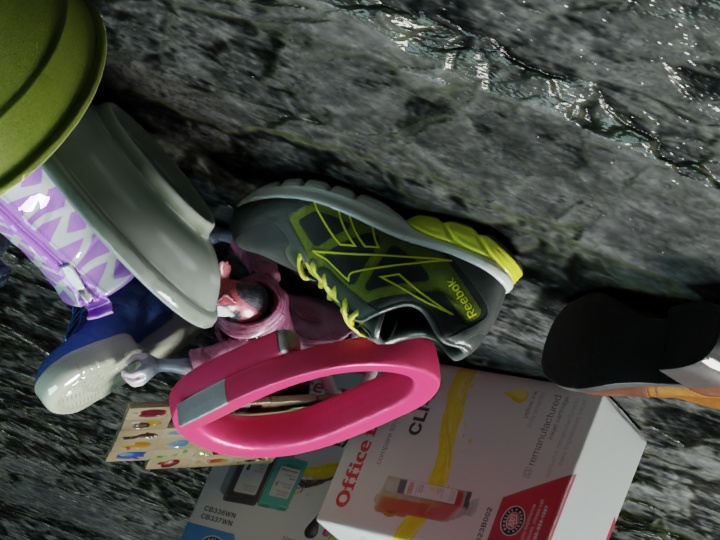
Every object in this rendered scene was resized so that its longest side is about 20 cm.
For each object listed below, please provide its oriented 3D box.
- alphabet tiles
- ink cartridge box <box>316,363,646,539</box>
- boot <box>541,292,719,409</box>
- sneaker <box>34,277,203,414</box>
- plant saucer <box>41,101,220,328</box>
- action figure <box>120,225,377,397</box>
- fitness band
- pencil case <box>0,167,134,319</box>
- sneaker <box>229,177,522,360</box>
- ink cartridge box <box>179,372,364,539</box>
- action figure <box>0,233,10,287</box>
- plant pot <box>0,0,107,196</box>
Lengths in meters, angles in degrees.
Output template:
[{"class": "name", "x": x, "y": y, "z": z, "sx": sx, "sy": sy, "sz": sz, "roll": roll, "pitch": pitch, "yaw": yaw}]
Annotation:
[{"class": "alphabet tiles", "x": -0.098, "y": 0.119, "z": 1.888, "sx": 0.167, "sy": 0.008, "sz": 0.200, "roll": -2, "pitch": 164, "yaw": -12}, {"class": "ink cartridge box", "x": 0.086, "y": 0.153, "z": 1.889, "sx": 0.200, "sy": 0.145, "sz": 0.083, "roll": 8, "pitch": 157, "yaw": 36}, {"class": "boot", "x": 0.239, "y": 0.074, "z": 1.662, "sx": 0.200, "sy": 0.069, "sz": 0.188, "roll": 25, "pitch": 156, "yaw": -33}, {"class": "sneaker", "x": -0.193, "y": 0.026, "z": 1.826, "sx": 0.111, "sy": 0.200, "sz": 0.077, "roll": 49, "pitch": 123, "yaw": 7}, {"class": "plant saucer", "x": -0.145, "y": -0.053, "z": 1.646, "sx": 0.200, "sy": 0.050, "sz": 0.200, "roll": 48, "pitch": -175, "yaw": -6}, {"class": "action figure", "x": -0.072, "y": 0.049, "z": 1.793, "sx": 0.149, "sy": 0.134, "sz": 0.200, "roll": 20, "pitch": 166, "yaw": 11}, {"class": "fitness band", "x": -0.040, "y": 0.082, "z": 1.737, "sx": 0.200, "sy": 0.037, "sz": 0.144, "roll": -25, "pitch": 154, "yaw": 38}, {"class": "pencil case", "x": -0.226, "y": -0.053, "z": 1.714, "sx": 0.084, "sy": 0.086, "sz": 0.200, "roll": -18, "pitch": 132, "yaw": 36}, {"class": "sneaker", "x": 0.000, "y": 0.000, "z": 1.652, "sx": 0.200, "sy": 0.085, "sz": 0.074, "roll": 13, "pitch": 158, "yaw": 23}, {"class": "ink cartridge box", "x": -0.028, "y": 0.193, "z": 2.047, "sx": 0.147, "sy": 0.200, "sz": 0.146, "roll": 11, "pitch": 157, "yaw": 32}, {"class": "action figure", "x": -0.297, "y": -0.076, "z": 1.829, "sx": 0.200, "sy": 0.105, "sz": 0.193, "roll": 54, "pitch": 152, "yaw": 0}, {"class": "plant pot", "x": -0.269, "y": -0.155, "z": 1.400, "sx": 0.200, "sy": 0.200, "sz": 0.193, "roll": 9, "pitch": 146, "yaw": 35}]
